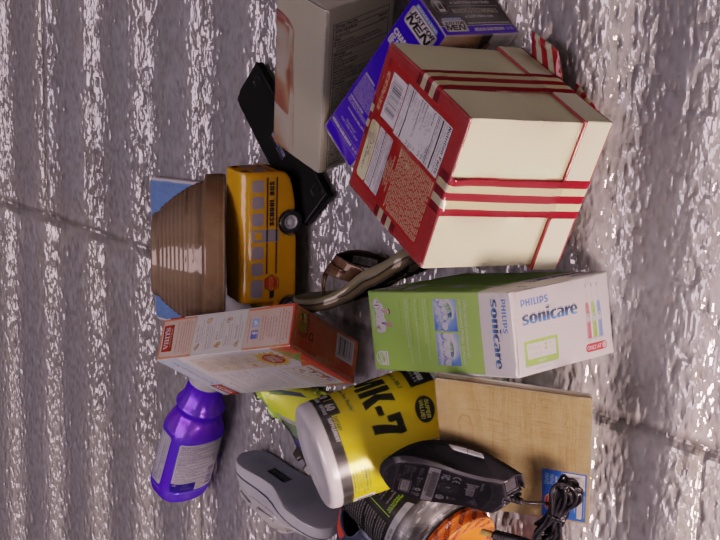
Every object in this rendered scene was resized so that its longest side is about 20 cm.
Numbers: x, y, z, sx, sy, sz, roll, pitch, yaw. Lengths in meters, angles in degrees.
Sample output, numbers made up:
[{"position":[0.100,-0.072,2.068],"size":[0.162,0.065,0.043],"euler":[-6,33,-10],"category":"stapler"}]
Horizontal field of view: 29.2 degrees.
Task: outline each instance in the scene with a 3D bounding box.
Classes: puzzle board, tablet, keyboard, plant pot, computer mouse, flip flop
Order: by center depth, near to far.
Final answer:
[{"position":[0.152,0.175,1.363],"size":[0.150,0.017,0.201],"euler":[6,136,14],"category":"puzzle board"},{"position":[0.118,0.220,1.383],"size":[0.199,0.046,0.141],"euler":[9,142,5],"category":"computer mouse"},{"position":[0.000,0.000,1.560],"size":[0.200,0.081,0.058],"euler":[-27,82,43],"category":"flip flop"},{"position":[-0.083,-0.167,1.664],"size":[0.201,0.021,0.127],"euler":[62,142,18],"category":"keyboard"},{"position":[-0.212,-0.019,1.710],"size":[0.201,0.092,0.202],"euler":[179,90,-85],"category":"plant pot"},{"position":[-0.244,-0.024,1.880],"size":[0.130,0.014,0.201],"euler":[9,104,47],"category":"tablet"}]

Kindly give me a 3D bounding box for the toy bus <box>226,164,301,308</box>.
[{"position":[-0.119,-0.025,1.679],"size":[0.065,0.078,0.201],"euler":[25,117,61],"category":"toy bus"}]

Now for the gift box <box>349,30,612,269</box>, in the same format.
[{"position":[0.116,-0.124,1.329],"size":[0.200,0.186,0.185],"euler":[57,137,43],"category":"gift box"}]

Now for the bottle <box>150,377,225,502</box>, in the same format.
[{"position":[-0.226,0.217,1.856],"size":[0.065,0.083,0.201],"euler":[41,127,36],"category":"bottle"}]

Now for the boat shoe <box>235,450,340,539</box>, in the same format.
[{"position":[-0.090,0.295,1.740],"size":[0.200,0.073,0.066],"euler":[33,127,51],"category":"boat shoe"}]

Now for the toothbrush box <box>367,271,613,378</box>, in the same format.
[{"position":[0.128,0.051,1.377],"size":[0.199,0.145,0.087],"euler":[-3,95,48],"category":"toothbrush box"}]

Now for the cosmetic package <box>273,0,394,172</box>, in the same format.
[{"position":[-0.031,-0.222,1.498],"size":[0.087,0.103,0.201],"euler":[37,137,34],"category":"cosmetic package"}]

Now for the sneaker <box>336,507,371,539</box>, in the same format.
[{"position":[0.038,0.320,1.587],"size":[0.200,0.075,0.085],"euler":[12,112,47],"category":"sneaker"}]

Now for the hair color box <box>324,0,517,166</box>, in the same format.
[{"position":[0.060,-0.196,1.429],"size":[0.065,0.109,0.200],"euler":[58,135,23],"category":"hair color box"}]

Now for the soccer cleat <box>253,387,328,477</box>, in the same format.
[{"position":[-0.068,0.168,1.700],"size":[0.084,0.065,0.200],"euler":[-44,56,11],"category":"soccer cleat"}]

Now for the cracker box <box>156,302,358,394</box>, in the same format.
[{"position":[-0.122,0.095,1.635],"size":[0.199,0.134,0.058],"euler":[-8,64,32],"category":"cracker box"}]

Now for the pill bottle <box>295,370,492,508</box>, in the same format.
[{"position":[0.041,0.163,1.443],"size":[0.114,0.199,0.115],"euler":[162,90,-76],"category":"pill bottle"}]

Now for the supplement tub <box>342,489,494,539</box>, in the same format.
[{"position":[0.047,0.246,1.526],"size":[0.200,0.122,0.123],"euler":[43,127,35],"category":"supplement tub"}]
